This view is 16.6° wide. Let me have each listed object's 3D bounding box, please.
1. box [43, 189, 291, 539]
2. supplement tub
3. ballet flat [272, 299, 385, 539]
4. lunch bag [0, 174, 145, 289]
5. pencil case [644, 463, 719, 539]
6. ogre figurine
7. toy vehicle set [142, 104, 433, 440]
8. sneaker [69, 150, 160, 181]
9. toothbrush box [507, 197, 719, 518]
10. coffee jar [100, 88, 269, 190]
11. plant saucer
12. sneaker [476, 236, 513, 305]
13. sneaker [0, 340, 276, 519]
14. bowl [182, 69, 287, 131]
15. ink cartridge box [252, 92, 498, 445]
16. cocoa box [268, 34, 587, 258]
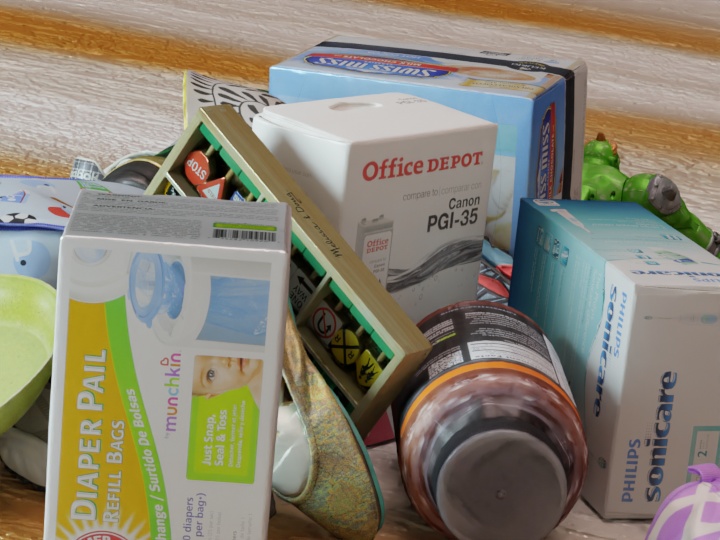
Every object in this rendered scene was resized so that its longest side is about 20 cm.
[{"bbox_3d":[-0.096,0.070,1.223,0.112,0.200,0.101,4,14,-2],"label":"box"},{"bbox_3d":[0.071,0.092,1.398,0.107,0.107,0.200,5,16,-3],"label":"supplement tub"},{"bbox_3d":[-0.053,0.066,1.359,0.071,0.200,0.071,-21,-18,-7],"label":"ballet flat"},{"bbox_3d":[-0.202,0.004,1.588,0.200,0.124,0.170,-3,15,-4],"label":"lunch bag"},{"bbox_3d":[0.228,0.167,1.219,0.084,0.086,0.200,-4,17,-40],"label":"pencil case"},{"bbox_3d":[0.183,-0.036,1.894,0.200,0.120,0.098,26,63,30],"label":"ogre figurine"},{"bbox_3d":[-0.056,0.016,1.427,0.027,0.124,0.200,-12,54,-49],"label":"toy vehicle set"},{"bbox_3d":[-0.142,-0.052,1.887,0.076,0.081,0.200,3,7,39],"label":"sneaker"},{"bbox_3d":[0.159,0.050,1.512,0.085,0.147,0.200,2,15,-16],"label":"toothbrush box"},{"bbox_3d":[-0.115,-0.053,1.805,0.085,0.104,0.200,-30,5,40],"label":"coffee jar"},{"bbox_3d":[-0.251,0.069,1.369,0.200,0.031,0.200,-16,28,8],"label":"plant saucer"},{"bbox_3d":[0.054,0.015,1.651,0.200,0.079,0.096,27,38,10],"label":"sneaker"},{"bbox_3d":[-0.127,0.095,1.359,0.200,0.079,0.074,20,18,39],"label":"sneaker"},{"bbox_3d":[-0.057,-0.037,1.611,0.094,0.201,0.201,-7,15,1],"label":"bowl"},{"bbox_3d":[0.000,0.000,1.525,0.083,0.200,0.146,19,20,39],"label":"ink cartridge box"},{"bbox_3d":[0.046,-0.084,1.752,0.200,0.134,0.131,9,18,20],"label":"cocoa box"}]
